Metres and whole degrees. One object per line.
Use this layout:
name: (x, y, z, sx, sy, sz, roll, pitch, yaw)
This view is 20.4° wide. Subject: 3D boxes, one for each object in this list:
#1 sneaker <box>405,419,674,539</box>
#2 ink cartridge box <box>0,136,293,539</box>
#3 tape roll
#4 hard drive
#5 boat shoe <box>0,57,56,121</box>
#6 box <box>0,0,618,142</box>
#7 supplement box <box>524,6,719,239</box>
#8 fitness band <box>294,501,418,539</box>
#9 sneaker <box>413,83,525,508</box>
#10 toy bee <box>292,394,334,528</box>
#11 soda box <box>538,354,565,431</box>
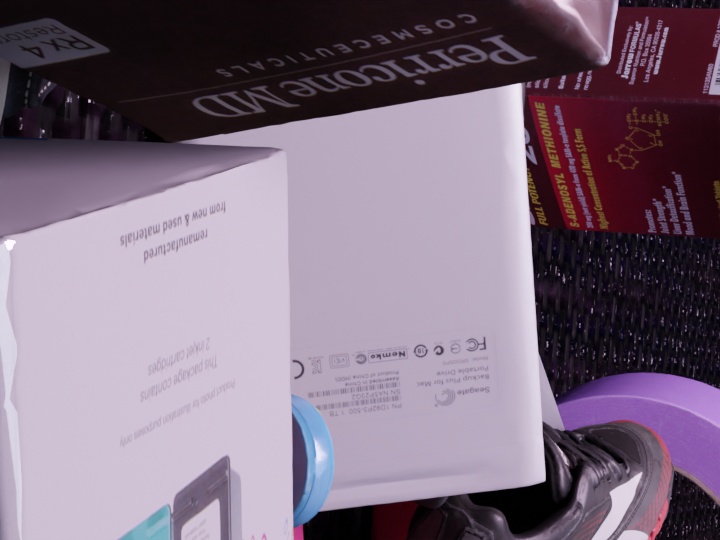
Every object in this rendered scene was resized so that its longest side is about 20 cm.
sneaker: (0.089, 0.104, 0.923, 0.200, 0.071, 0.098, -24, 137, -46)
ink cartridge box: (-0.108, 0.075, 0.477, 0.146, 0.147, 0.200, -27, 119, -67)
tape roll: (0.153, 0.160, 1.099, 0.066, 0.200, 0.200, -25, 116, -67)
hard drive: (-0.001, -0.007, 0.764, 0.026, 0.132, 0.200, -112, -164, -74)
boat shoe: (-0.071, -0.111, 0.644, 0.200, 0.062, 0.075, -63, 174, -49)
box: (-0.049, -0.149, 0.491, 0.200, 0.166, 0.164, 26, 66, -43)
supplement box: (0.115, -0.072, 0.962, 0.109, 0.200, 0.061, 65, 36, -51)
fitness band: (-0.009, 0.111, 0.896, 0.200, 0.037, 0.144, 52, 45, -61)
sneaker: (0.000, -0.001, 0.821, 0.067, 0.108, 0.202, -93, -170, -68)
toy bee: (-0.069, 0.080, 0.678, 0.131, 0.109, 0.200, 26, 51, -34)
soda box: (0.047, 0.030, 0.961, 0.200, 0.063, 0.068, 66, 0, -49)
